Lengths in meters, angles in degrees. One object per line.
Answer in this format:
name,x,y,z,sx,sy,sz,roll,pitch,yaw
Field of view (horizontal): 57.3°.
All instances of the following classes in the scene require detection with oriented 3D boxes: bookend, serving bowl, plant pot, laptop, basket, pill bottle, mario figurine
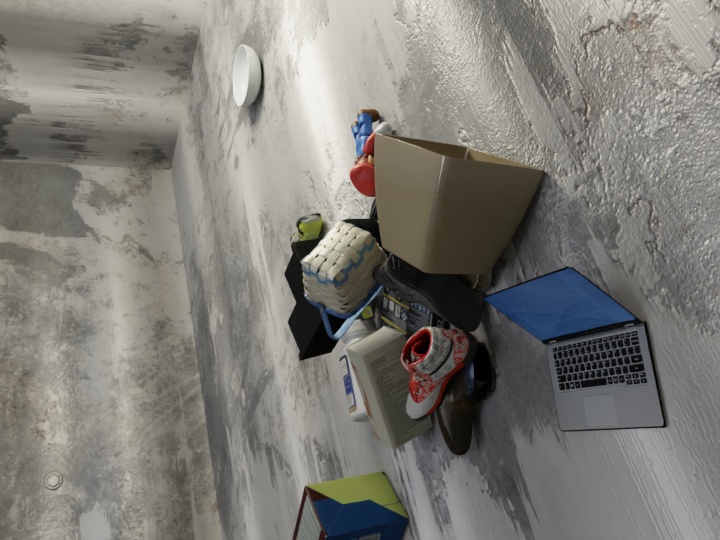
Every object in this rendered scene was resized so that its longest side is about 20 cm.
bookend,-0.113,0.069,1.548,0.201,0.091,0.201,62,145,27
serving bowl,-0.382,-0.663,2.257,0.199,0.064,0.205,-178,88,-64
plant pot,0.134,-0.100,1.038,0.199,0.196,0.181,35,118,53
laptop,0.275,0.114,0.877,0.187,0.114,0.205,151,115,-62
basket,-0.022,0.016,1.263,0.137,0.177,0.202,22,148,35
pill bottle,0.014,0.215,1.425,0.111,0.109,0.204,-46,51,55
mario figurine,0.030,-0.248,1.445,0.124,0.104,0.204,63,-159,-60

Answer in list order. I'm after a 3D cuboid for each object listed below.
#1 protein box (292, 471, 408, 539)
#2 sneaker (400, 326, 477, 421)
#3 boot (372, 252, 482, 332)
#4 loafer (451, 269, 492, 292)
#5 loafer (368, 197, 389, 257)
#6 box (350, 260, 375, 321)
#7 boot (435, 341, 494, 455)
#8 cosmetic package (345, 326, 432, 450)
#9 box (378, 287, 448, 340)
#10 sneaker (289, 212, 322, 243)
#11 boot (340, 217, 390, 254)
protein box,-0.029,0.572,1.427,0.135,0.195,0.204,53,137,49
sneaker,0.101,0.172,1.110,0.203,0.106,0.068,-57,36,30
boot,0.118,0.038,1.161,0.199,0.070,0.132,40,165,1
loafer,0.159,0.000,1.162,0.199,0.068,0.077,2,92,64
loafer,0.041,-0.099,1.408,0.063,0.070,0.204,-124,38,-54
box,0.000,0.000,1.435,0.110,0.034,0.205,-88,-11,-86
boot,0.180,0.214,1.125,0.097,0.073,0.205,159,109,-65
cosmetic package,0.056,0.226,1.279,0.087,0.102,0.204,13,122,64
box,0.103,0.099,1.307,0.199,0.048,0.165,26,112,61
sneaker,-0.138,-0.090,1.784,0.201,0.074,0.078,120,134,-63
boot,0.049,-0.126,1.283,0.201,0.161,0.067,116,156,-46
